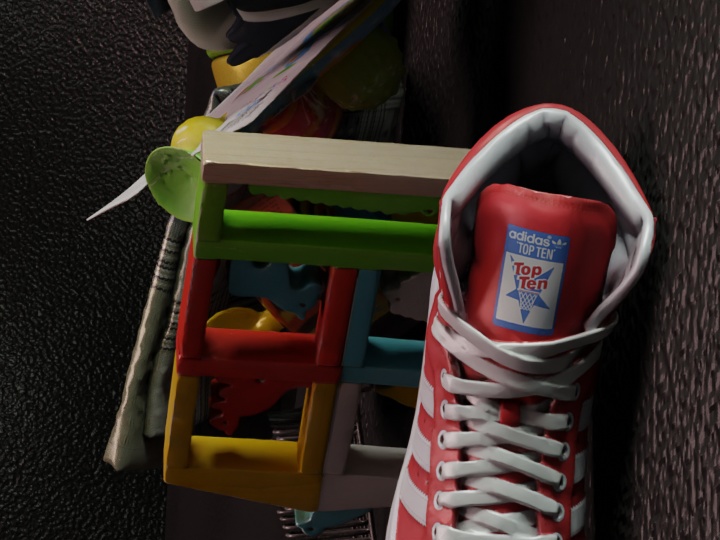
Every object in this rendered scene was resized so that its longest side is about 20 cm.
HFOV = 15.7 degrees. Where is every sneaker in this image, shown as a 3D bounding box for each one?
[{"bbox_3d":[0.049,0.046,0.817,0.113,0.071,0.202,103,170,-68],"label":"sneaker"},{"bbox_3d":[-0.031,-0.148,1.100,0.080,0.129,0.199,61,-169,-20],"label":"sneaker"}]

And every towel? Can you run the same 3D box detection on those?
[{"bbox_3d":[-0.046,0.000,1.290,0.192,0.034,0.201,-15,-55,-65],"label":"towel"}]

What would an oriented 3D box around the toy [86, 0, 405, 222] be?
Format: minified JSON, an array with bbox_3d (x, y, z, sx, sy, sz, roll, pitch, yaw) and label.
[{"bbox_3d":[-0.020,-0.077,1.118,0.115,0.047,0.200,-28,10,44],"label":"toy"}]

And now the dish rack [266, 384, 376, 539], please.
[{"bbox_3d":[-0.017,0.111,1.264,0.153,0.054,0.202,-158,62,-84],"label":"dish rack"}]

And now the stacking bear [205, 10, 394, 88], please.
[{"bbox_3d":[-0.032,-0.113,1.407,0.114,0.120,0.202,-142,46,-90],"label":"stacking bear"}]

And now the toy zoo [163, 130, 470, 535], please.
[{"bbox_3d":[-0.008,0.033,1.026,0.021,0.130,0.201,-95,12,-49],"label":"toy zoo"}]

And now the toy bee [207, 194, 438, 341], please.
[{"bbox_3d":[0.000,0.000,1.145,0.131,0.109,0.200,-35,1,31],"label":"toy bee"}]
